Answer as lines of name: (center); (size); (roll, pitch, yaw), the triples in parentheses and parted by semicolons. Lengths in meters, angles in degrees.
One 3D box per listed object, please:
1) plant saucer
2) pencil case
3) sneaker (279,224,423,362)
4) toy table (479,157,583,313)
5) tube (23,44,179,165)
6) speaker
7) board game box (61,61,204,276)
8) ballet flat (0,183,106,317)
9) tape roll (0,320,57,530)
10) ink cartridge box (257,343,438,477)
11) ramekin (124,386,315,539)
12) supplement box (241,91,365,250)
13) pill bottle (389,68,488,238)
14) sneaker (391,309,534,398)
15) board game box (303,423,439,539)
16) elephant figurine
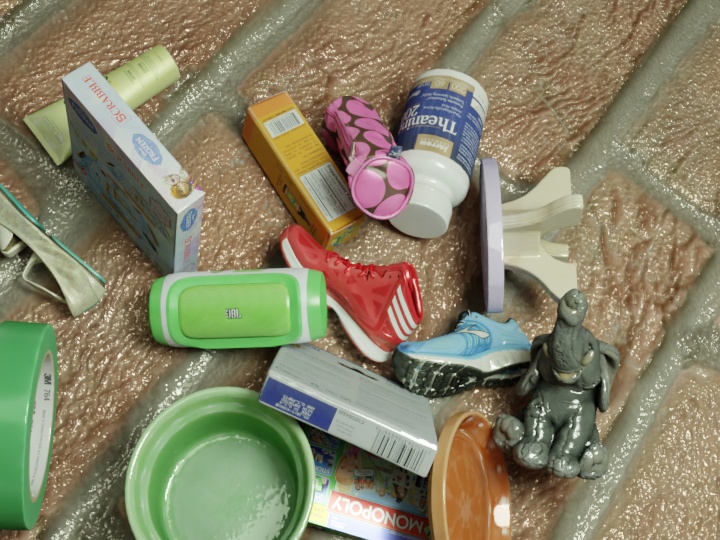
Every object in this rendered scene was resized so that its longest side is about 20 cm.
plant saucer: (0.119, 0.259, 1.028); (0.032, 0.200, 0.205); (-9, 62, 28)
pencil case: (0.004, -0.148, 1.155); (0.092, 0.092, 0.201); (21, 22, -25)
sneaker: (0.000, 0.000, 1.122); (0.200, 0.115, 0.078); (48, 24, -2)
toy table: (0.211, -0.047, 1.175); (0.114, 0.184, 0.205); (0, 78, 4)
tube: (-0.322, -0.215, 1.186); (0.199, 0.053, 0.058); (-37, 39, -19)
speaker: (-0.139, 0.043, 1.075); (0.195, 0.089, 0.090); (-2, 67, 4)
board game box: (-0.258, -0.102, 1.067); (0.041, 0.200, 0.200); (-38, 80, -24)
ballet flat: (-0.382, -0.026, 1.083); (0.199, 0.068, 0.063); (41, 74, 6)
tape roll: (-0.343, 0.154, 0.938); (0.047, 0.201, 0.205); (5, 66, -10)
ink cartridge box: (-0.011, 0.146, 1.046); (0.193, 0.200, 0.044); (24, 95, -1)
ramekin: (-0.143, 0.236, 0.991); (0.195, 0.098, 0.204); (0, 64, -1)
supplement box: (-0.074, -0.124, 1.194); (0.068, 0.067, 0.202); (-25, 76, -24)
pill bottle: (0.096, -0.150, 1.218); (0.109, 0.111, 0.204); (18, 64, -4)
sneaker: (0.123, 0.097, 1.147); (0.196, 0.079, 0.091); (0, 54, -27)
board game box: (0.019, 0.245, 1.079); (0.196, 0.029, 0.137); (17, 64, -5)
elephant figurine: (0.238, 0.123, 1.061); (0.138, 0.155, 0.205); (11, 92, -20)
